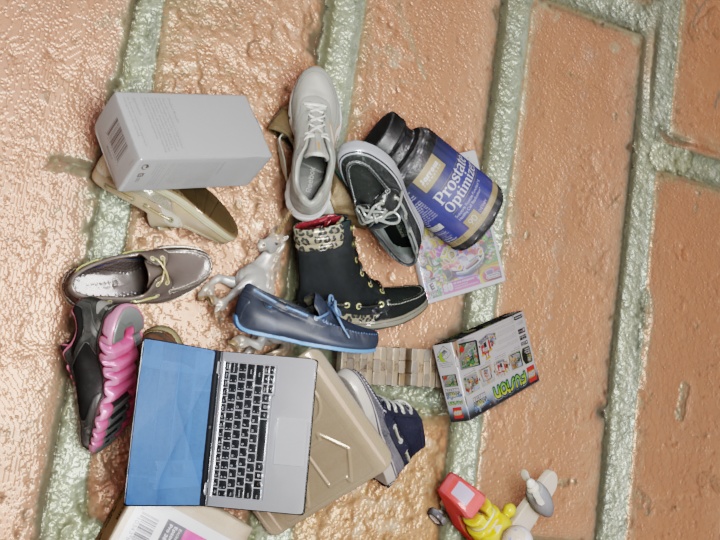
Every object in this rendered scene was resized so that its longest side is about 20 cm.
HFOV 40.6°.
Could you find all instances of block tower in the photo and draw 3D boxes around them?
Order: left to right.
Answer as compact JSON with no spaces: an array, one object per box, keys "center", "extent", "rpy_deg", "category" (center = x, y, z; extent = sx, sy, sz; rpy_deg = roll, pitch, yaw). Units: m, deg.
[{"center":[0.051,0.136,1.371],"extent":[0.196,0.058,0.055],"rpy_deg":[6,83,-26],"category":"block tower"}]

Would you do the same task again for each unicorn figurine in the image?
[{"center":[-0.140,0.035,1.289],"extent":[0.136,0.073,0.204],"rpy_deg":[-24,110,-33],"category":"unicorn figurine"}]

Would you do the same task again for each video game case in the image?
[{"center":[0.133,-0.066,1.446],"extent":[0.141,0.018,0.204],"rpy_deg":[-14,91,-25],"category":"video game case"}]

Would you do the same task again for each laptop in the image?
[{"center":[-0.159,0.188,1.155],"extent":[0.195,0.116,0.192],"rpy_deg":[5,81,3],"category":"laptop"}]

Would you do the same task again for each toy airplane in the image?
[{"center":[0.200,0.385,1.370],"extent":[0.195,0.141,0.205],"rpy_deg":[3,84,-25],"category":"toy airplane"}]

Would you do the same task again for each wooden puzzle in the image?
[{"center":[-0.084,0.222,1.272],"extent":[0.198,0.046,0.187],"rpy_deg":[-34,98,12],"category":"wooden puzzle"}]

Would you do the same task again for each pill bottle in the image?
[{"center":[0.095,-0.127,1.363],"extent":[0.199,0.111,0.113],"rpy_deg":[36,72,-18],"category":"pill bottle"}]

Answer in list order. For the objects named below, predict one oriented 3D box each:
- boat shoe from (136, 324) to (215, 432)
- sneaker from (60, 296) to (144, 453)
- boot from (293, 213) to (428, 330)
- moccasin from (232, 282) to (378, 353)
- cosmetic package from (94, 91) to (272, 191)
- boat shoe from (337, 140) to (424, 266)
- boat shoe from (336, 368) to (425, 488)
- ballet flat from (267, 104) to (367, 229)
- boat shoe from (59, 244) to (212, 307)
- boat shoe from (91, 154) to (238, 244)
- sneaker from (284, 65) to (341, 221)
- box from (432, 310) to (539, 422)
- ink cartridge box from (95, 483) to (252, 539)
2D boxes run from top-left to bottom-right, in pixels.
[{"center":[-0.227,0.168,1.220],"extent":[0.071,0.068,0.203],"rpy_deg":[-25,94,4],"category":"boat shoe"},{"center":[-0.321,0.122,1.179],"extent":[0.094,0.079,0.204],"rpy_deg":[19,110,17],"category":"sneaker"},{"center":[0.000,0.001,1.328],"extent":[0.200,0.073,0.157],"rpy_deg":[-11,108,-21],"category":"boot"},{"center":[-0.062,0.061,1.242],"extent":[0.197,0.080,0.070],"rpy_deg":[13,88,-26],"category":"moccasin"},{"center":[-0.219,-0.161,1.218],"extent":[0.198,0.074,0.103],"rpy_deg":[-5,64,-44],"category":"cosmetic package"},{"center":[0.026,-0.083,1.291],"extent":[0.201,0.072,0.069],"rpy_deg":[60,27,-42],"category":"boat shoe"},{"center":[0.027,0.193,1.326],"extent":[0.092,0.074,0.203],"rpy_deg":[-38,129,-28],"category":"boat shoe"},{"center":[-0.065,-0.130,1.336],"extent":[0.072,0.068,0.202],"rpy_deg":[-32,97,-16],"category":"ballet flat"},{"center":[-0.275,0.008,1.228],"extent":[0.196,0.059,0.073],"rpy_deg":[-9,89,-25],"category":"boat shoe"},{"center":[-0.249,-0.088,1.251],"extent":[0.198,0.073,0.065],"rpy_deg":[33,113,-19],"category":"boat shoe"},{"center":[-0.056,-0.170,1.265],"extent":[0.074,0.092,0.205],"rpy_deg":[2,85,-10],"category":"sneaker"},{"center":[0.184,0.134,1.400],"extent":[0.198,0.034,0.112],"rpy_deg":[-16,93,-50],"category":"box"},{"center":[-0.251,0.368,1.200],"extent":[0.163,0.075,0.203],"rpy_deg":[32,72,-18],"category":"ink cartridge box"}]
